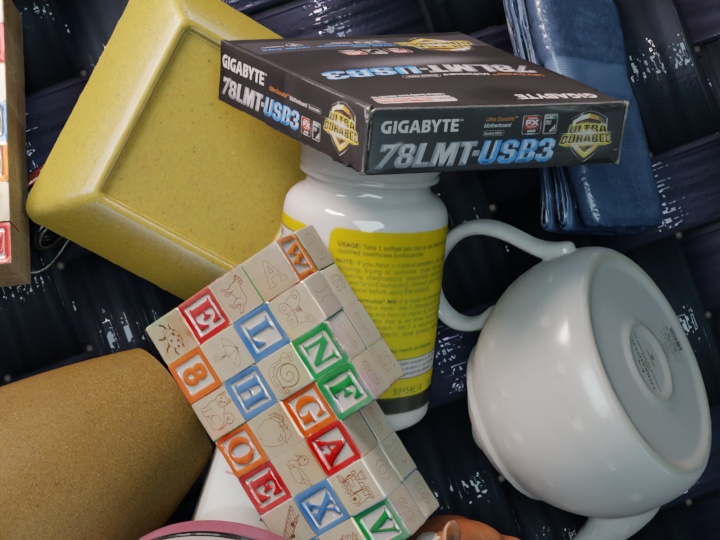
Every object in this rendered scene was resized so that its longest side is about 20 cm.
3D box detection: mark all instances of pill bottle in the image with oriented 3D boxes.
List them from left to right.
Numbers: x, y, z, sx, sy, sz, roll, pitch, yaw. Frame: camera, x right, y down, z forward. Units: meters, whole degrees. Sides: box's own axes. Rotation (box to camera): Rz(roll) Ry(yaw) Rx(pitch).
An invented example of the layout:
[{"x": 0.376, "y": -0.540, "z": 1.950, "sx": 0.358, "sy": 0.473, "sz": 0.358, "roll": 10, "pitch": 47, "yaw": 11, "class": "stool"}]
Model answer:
[{"x": 0.000, "y": 0.000, "z": 1.210, "sx": 0.114, "sy": 0.114, "sz": 0.201, "roll": 5, "pitch": 105, "yaw": -4, "class": "pill bottle"}]

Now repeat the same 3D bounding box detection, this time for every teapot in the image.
[{"x": 0.138, "y": 0.085, "z": 1.226, "sx": 0.146, "sy": 0.197, "sz": 0.201, "roll": -25, "pitch": 46, "yaw": 30, "class": "teapot"}]

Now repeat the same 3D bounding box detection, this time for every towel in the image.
[{"x": 0.156, "y": -0.121, "z": 1.262, "sx": 0.048, "sy": 0.111, "sz": 0.201, "roll": -20, "pitch": 76, "yaw": 39, "class": "towel"}]

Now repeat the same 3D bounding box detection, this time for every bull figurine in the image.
[{"x": 0.074, "y": 0.201, "z": 1.190, "sx": 0.121, "sy": 0.200, "sz": 0.065, "roll": 16, "pitch": 83, "yaw": -14, "class": "bull figurine"}]

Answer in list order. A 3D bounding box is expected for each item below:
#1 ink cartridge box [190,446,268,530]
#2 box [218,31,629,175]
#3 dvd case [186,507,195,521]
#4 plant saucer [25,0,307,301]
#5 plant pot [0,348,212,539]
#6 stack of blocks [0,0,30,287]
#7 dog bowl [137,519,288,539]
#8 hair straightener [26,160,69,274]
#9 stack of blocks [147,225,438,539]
[{"x": -0.060, "y": 0.185, "z": 1.223, "sx": 0.117, "sy": 0.067, "sz": 0.201, "roll": 17, "pitch": 85, "yaw": -3, "class": "ink cartridge box"}, {"x": 0.037, "y": -0.112, "z": 1.159, "sx": 0.199, "sy": 0.198, "sz": 0.050, "roll": -5, "pitch": 110, "yaw": -30, "class": "box"}, {"x": -0.063, "y": 0.267, "z": 1.261, "sx": 0.200, "sy": 0.018, "sz": 0.143, "roll": 34, "pitch": 85, "yaw": -2, "class": "dvd case"}, {"x": -0.101, "y": -0.081, "z": 1.238, "sx": 0.199, "sy": 0.048, "sz": 0.201, "roll": 28, "pitch": 84, "yaw": -19, "class": "plant saucer"}, {"x": -0.207, "y": 0.144, "z": 1.194, "sx": 0.200, "sy": 0.186, "sz": 0.187, "roll": -35, "pitch": 89, "yaw": -21, "class": "plant pot"}, {"x": -0.293, "y": -0.088, "z": 1.223, "sx": 0.115, "sy": 0.059, "sz": 0.201, "roll": -6, "pitch": 75, "yaw": 2, "class": "stack of blocks"}, {"x": -0.090, "y": 0.242, "z": 1.117, "sx": 0.199, "sy": 0.074, "sz": 0.201, "roll": 5, "pitch": 123, "yaw": 7, "class": "dog bowl"}, {"x": -0.192, "y": -0.057, "z": 1.260, "sx": 0.200, "sy": 0.041, "sz": 0.077, "roll": -34, "pitch": 90, "yaw": -11, "class": "hair straightener"}, {"x": -0.033, "y": 0.088, "z": 1.139, "sx": 0.115, "sy": 0.059, "sz": 0.201, "roll": -32, "pitch": 89, "yaw": 24, "class": "stack of blocks"}]
